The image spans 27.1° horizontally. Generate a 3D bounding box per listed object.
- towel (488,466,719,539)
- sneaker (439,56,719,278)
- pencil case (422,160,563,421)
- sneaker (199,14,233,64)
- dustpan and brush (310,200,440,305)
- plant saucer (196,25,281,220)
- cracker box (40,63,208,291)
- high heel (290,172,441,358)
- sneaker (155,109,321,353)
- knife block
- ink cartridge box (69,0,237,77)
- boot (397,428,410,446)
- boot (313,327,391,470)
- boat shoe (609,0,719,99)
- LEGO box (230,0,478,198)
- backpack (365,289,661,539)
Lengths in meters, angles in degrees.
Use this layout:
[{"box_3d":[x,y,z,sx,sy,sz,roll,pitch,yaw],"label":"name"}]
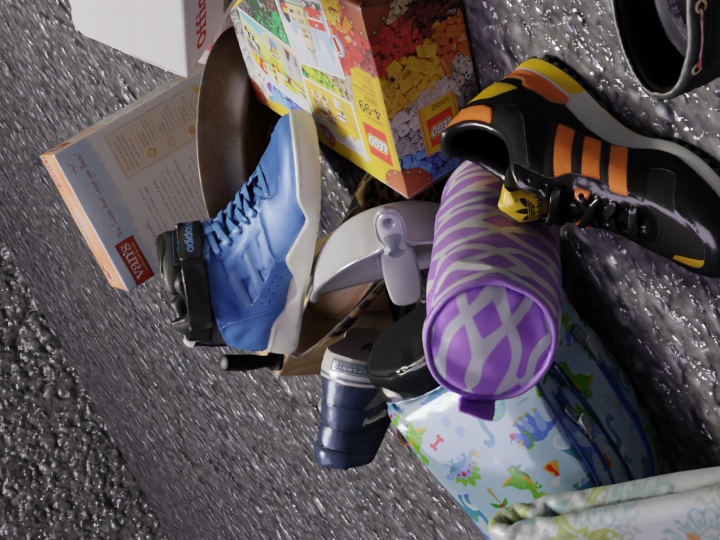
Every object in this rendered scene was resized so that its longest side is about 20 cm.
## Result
[{"box_3d":[0.201,0.206,0.958,0.198,0.048,0.173,-14,115,22],"label":"towel"},{"box_3d":[0.128,-0.044,0.855,0.200,0.090,0.070,43,156,37],"label":"sneaker"},{"box_3d":[0.079,0.000,0.899,0.083,0.200,0.086,20,116,-1],"label":"pencil case"},{"box_3d":[-0.148,-0.267,1.227,0.201,0.075,0.105,53,147,35],"label":"sneaker"},{"box_3d":[0.024,-0.015,1.021,0.200,0.138,0.058,73,-176,-63],"label":"dustpan and brush"},{"box_3d":[-0.074,-0.094,1.188,0.032,0.201,0.202,-2,129,20],"label":"plant saucer"},{"box_3d":[-0.161,-0.091,1.316,0.135,0.199,0.058,63,159,-15],"label":"cracker box"},{"box_3d":[0.000,0.000,1.139,0.071,0.144,0.200,31,167,-6],"label":"high heel"},{"box_3d":[-0.091,-0.026,1.073,0.077,0.110,0.202,-98,15,-50],"label":"sneaker"},{"box_3d":[-0.060,0.056,1.304,0.064,0.175,0.201,45,162,33],"label":"knife block"},{"box_3d":[-0.097,-0.244,0.920,0.082,0.201,0.147,24,153,9],"label":"ink cartridge box"},{"box_3d":[0.074,0.123,1.211,0.075,0.107,0.201,37,153,40],"label":"boot"},{"box_3d":[0.005,0.103,1.239,0.072,0.092,0.200,14,-173,17],"label":"boot"},{"box_3d":[0.135,-0.177,0.689,0.074,0.063,0.203,28,143,58],"label":"boat shoe"},{"box_3d":[-0.011,-0.163,1.031,0.200,0.077,0.150,36,151,46],"label":"LEGO box"},{"box_3d":[0.117,0.109,1.034,0.162,0.154,0.200,-31,114,32],"label":"backpack"}]
